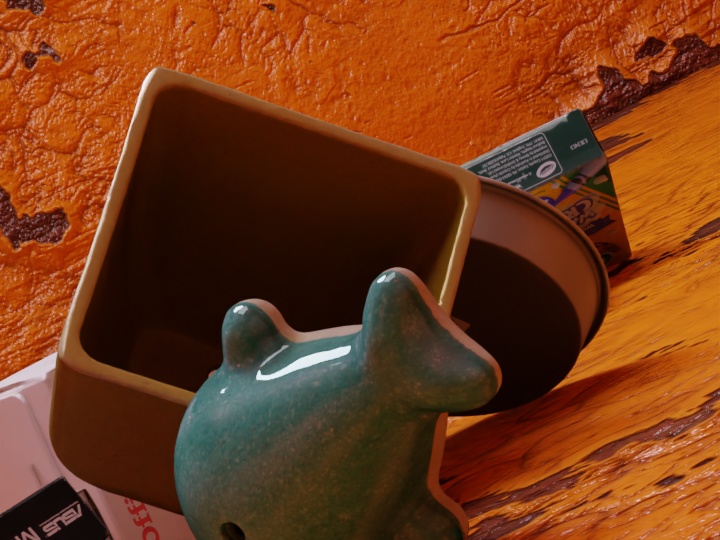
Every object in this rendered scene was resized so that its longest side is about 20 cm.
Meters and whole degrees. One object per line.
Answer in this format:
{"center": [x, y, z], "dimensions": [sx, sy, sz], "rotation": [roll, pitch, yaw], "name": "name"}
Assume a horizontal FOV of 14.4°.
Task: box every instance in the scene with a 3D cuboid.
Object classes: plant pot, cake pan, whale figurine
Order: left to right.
{"center": [-0.067, 0.044, 1.577], "dimensions": [0.200, 0.193, 0.196], "rotation": [118, 169, -57], "name": "plant pot"}
{"center": [-0.015, 0.082, 1.351], "dimensions": [0.104, 0.159, 0.200], "rotation": [-39, -4, -41], "name": "whale figurine"}
{"center": [0.047, 0.020, 1.687], "dimensions": [0.200, 0.200, 0.037], "rotation": [-23, 40, 33], "name": "cake pan"}

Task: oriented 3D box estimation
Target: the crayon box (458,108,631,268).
{"center": [0.136, -0.033, 2.196], "dimensions": [0.125, 0.052, 0.200], "rotation": [-26, -28, 0], "name": "crayon box"}

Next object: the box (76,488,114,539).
{"center": [-0.238, 0.206, 1.619], "dimensions": [0.199, 0.041, 0.156], "rotation": [-28, -16, -18], "name": "box"}

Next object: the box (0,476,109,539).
{"center": [-0.236, 0.206, 1.422], "dimensions": [0.200, 0.048, 0.193], "rotation": [-32, -16, -42], "name": "box"}

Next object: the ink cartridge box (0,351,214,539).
{"center": [-0.142, 0.108, 1.860], "dimensions": [0.200, 0.148, 0.144], "rotation": [-28, 4, -41], "name": "ink cartridge box"}
